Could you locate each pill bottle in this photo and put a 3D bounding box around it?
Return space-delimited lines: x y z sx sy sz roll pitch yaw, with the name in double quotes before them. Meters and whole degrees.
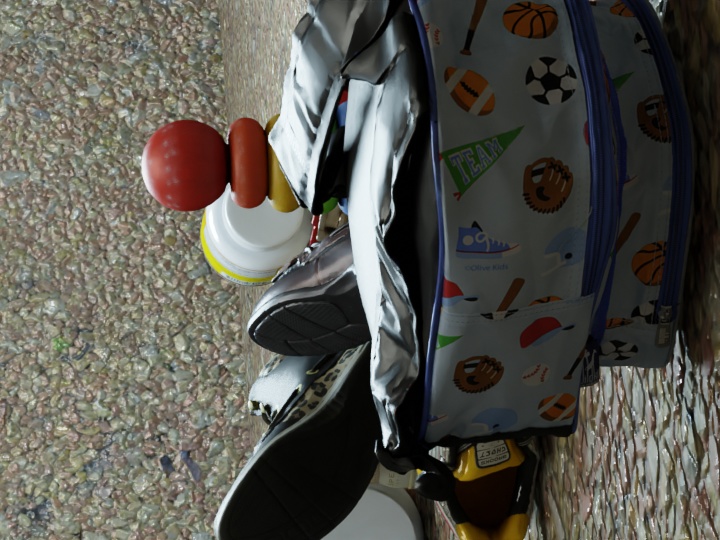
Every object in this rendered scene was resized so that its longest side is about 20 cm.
"pill bottle" -0.104 -0.048 2.524 0.200 0.109 0.109 131 135 -80
"pill bottle" -0.013 0.198 1.866 0.200 0.112 0.112 167 99 -83

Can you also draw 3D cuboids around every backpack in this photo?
"backpack" 0.054 -0.043 1.008 0.191 0.154 0.200 85 169 -49

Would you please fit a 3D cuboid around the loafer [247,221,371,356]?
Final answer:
"loafer" 0.000 0.000 1.640 0.200 0.072 0.063 -29 41 48

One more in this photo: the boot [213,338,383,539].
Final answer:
"boot" -0.043 0.117 1.724 0.073 0.204 0.154 45 162 -16

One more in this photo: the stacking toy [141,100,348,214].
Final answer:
"stacking toy" -0.029 -0.063 1.482 0.085 0.200 0.085 176 90 -83

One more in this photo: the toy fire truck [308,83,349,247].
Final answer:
"toy fire truck" -0.011 -0.050 1.804 0.141 0.049 0.200 45 -121 -83

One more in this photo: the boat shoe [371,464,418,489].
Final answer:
"boat shoe" 0.009 0.102 1.822 0.200 0.064 0.071 -117 24 -73

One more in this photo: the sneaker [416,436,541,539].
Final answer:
"sneaker" 0.066 0.065 1.333 0.082 0.078 0.200 -111 9 -56
